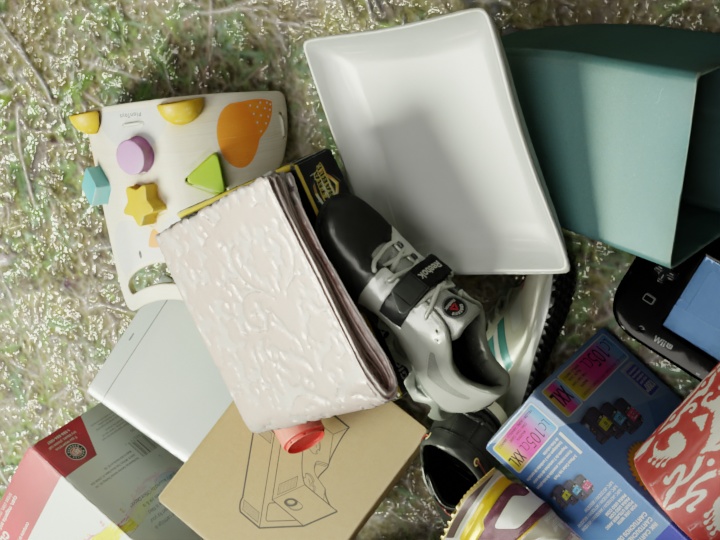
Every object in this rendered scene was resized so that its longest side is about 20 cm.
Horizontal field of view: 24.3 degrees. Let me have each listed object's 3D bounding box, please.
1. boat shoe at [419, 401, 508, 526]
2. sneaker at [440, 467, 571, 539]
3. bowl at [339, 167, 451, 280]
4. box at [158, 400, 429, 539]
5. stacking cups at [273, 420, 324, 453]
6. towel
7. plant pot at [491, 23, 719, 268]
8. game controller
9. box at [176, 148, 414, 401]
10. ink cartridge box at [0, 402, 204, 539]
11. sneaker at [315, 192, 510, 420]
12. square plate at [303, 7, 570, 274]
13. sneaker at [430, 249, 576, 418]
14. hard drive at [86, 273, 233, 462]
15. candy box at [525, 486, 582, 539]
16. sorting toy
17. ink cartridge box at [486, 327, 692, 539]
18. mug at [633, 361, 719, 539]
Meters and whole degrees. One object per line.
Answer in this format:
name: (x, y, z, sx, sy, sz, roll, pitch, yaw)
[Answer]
boat shoe: (0.080, 0.172, 1.393, 0.073, 0.063, 0.202, 29, 152, 17)
sneaker: (0.098, 0.255, 1.313, 0.090, 0.075, 0.201, 33, 127, 22)
bowl: (0.000, 0.000, 1.408, 0.200, 0.090, 0.202, 10, 113, 26)
box: (-0.057, 0.173, 1.471, 0.163, 0.021, 0.200, 37, 88, 18)
stacking cups: (-0.087, 0.064, 1.463, 0.061, 0.060, 0.200, -48, 63, 33)
towel: (-0.069, 0.030, 1.296, 0.200, 0.032, 0.192, -20, 97, 56)
plant pot: (0.177, -0.111, 1.241, 0.199, 0.141, 0.142, 18, 115, 29)
game controller: (0.293, 0.045, 1.270, 0.200, 0.042, 0.105, 33, 86, 17)
box: (-0.047, 0.018, 1.340, 0.159, 0.049, 0.201, -18, 98, 46)
ink cartridge box: (-0.224, 0.249, 1.592, 0.200, 0.145, 0.145, 40, 122, 13)
sneaker: (0.047, 0.019, 1.254, 0.088, 0.074, 0.200, -17, 114, 52)
square plate: (0.058, -0.091, 1.239, 0.198, 0.028, 0.201, -1, 114, 49)
sneaker: (0.110, 0.060, 1.376, 0.093, 0.070, 0.201, 22, 120, 16)
hard drive: (-0.136, 0.111, 1.527, 0.200, 0.027, 0.132, 33, 88, 16)
candy box: (0.205, 0.263, 1.394, 0.200, 0.071, 0.168, 38, 122, 14)
sorting toy: (-0.166, -0.057, 1.456, 0.199, 0.107, 0.181, -4, 93, 31)
ink cartridge box: (0.217, 0.158, 1.310, 0.200, 0.136, 0.076, 44, 129, 9)
mug: (0.314, 0.118, 1.180, 0.200, 0.133, 0.178, -46, 70, 16)
